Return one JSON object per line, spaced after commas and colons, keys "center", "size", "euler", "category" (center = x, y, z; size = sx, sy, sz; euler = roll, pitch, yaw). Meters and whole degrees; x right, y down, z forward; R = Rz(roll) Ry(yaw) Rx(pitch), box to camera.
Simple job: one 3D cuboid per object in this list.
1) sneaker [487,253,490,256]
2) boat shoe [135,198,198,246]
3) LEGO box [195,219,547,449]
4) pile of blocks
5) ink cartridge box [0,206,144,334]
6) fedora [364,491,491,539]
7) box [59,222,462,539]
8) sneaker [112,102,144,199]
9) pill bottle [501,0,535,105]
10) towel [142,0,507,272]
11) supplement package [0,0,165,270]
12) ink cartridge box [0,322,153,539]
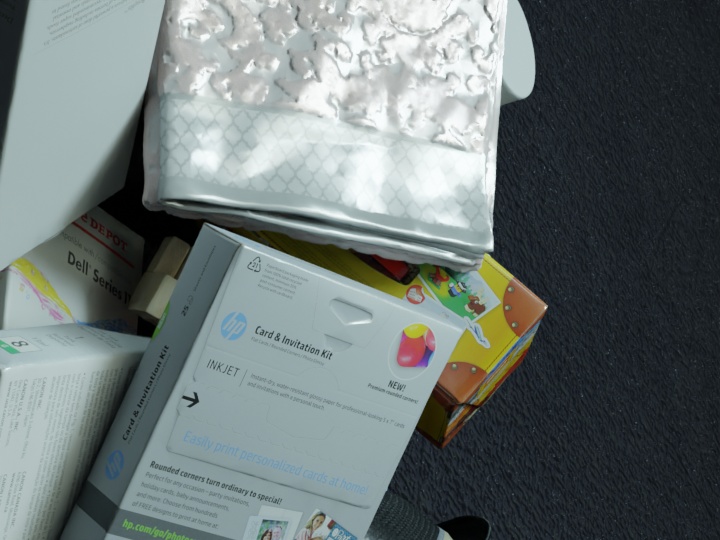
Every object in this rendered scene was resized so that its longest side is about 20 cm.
{"center": [0.031, -0.027, 1.378], "size": [0.200, 0.074, 0.080], "euler": [4, 71, -63], "category": "sneaker"}
{"center": [-0.098, -0.056, 1.278], "size": [0.200, 0.072, 0.068], "euler": [48, 39, -42], "category": "boat shoe"}
{"center": [0.000, 0.000, 1.154], "size": [0.200, 0.077, 0.149], "euler": [40, -12, 8], "category": "LEGO box"}
{"center": [-0.065, 0.028, 1.144], "size": [0.062, 0.082, 0.200], "euler": [-62, 161, -8], "category": "pile of blocks"}
{"center": [-0.177, 0.018, 1.083], "size": [0.117, 0.067, 0.200], "euler": [39, 45, -52], "category": "ink cartridge box"}
{"center": [-0.015, 0.178, 1.243], "size": [0.092, 0.201, 0.201], "euler": [57, 28, -5], "category": "fedora"}
{"center": [-0.053, 0.093, 1.007], "size": [0.156, 0.041, 0.200], "euler": [21, 96, -40], "category": "box"}
{"center": [-0.156, -0.128, 1.118], "size": [0.076, 0.116, 0.200], "euler": [-35, 104, -19], "category": "sneaker"}
{"center": [0.013, -0.135, 1.395], "size": [0.111, 0.200, 0.111], "euler": [39, 45, -53], "category": "pill bottle"}
{"center": [-0.015, -0.106, 1.053], "size": [0.200, 0.032, 0.191], "euler": [10, 72, -25], "category": "towel"}
{"center": [-0.175, -0.120, 0.958], "size": [0.121, 0.120, 0.200], "euler": [-41, 155, -49], "category": "supplement package"}
{"center": [-0.132, 0.105, 1.017], "size": [0.200, 0.050, 0.161], "euler": [-5, 116, -50], "category": "ink cartridge box"}
